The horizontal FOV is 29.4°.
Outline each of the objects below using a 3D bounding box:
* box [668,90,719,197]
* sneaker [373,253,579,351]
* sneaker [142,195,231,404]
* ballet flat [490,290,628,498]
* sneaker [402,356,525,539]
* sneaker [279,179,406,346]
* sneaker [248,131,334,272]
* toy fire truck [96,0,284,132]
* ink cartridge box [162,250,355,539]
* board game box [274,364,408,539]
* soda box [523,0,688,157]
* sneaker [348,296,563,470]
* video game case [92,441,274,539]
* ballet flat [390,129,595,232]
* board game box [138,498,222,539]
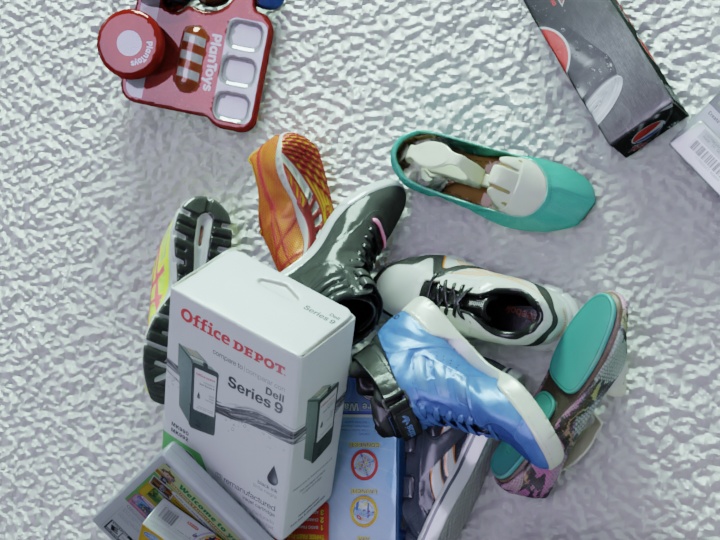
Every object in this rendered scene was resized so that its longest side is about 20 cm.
[{"bbox_3d":[0.381,-0.121,1.137,0.200,0.041,0.156,-47,68,13],"label":"box"},{"bbox_3d":[0.094,0.024,1.229,0.197,0.080,0.075,8,89,27],"label":"sneaker"},{"bbox_3d":[-0.174,0.033,1.352,0.090,0.077,0.203,-15,61,65],"label":"sneaker"},{"bbox_3d":[0.186,0.111,1.183,0.202,0.070,0.069,-61,26,14],"label":"ballet flat"},{"bbox_3d":[0.072,0.169,1.221,0.079,0.078,0.202,23,82,20],"label":"sneaker"},{"bbox_3d":[0.000,0.000,1.238,0.098,0.071,0.200,22,57,40],"label":"sneaker"},{"bbox_3d":[-0.058,-0.029,1.321,0.077,0.072,0.203,-23,74,49],"label":"sneaker"},{"bbox_3d":[-0.164,-0.251,1.377,0.165,0.112,0.203,12,89,1],"label":"toy fire truck"},{"bbox_3d":[-0.093,0.106,1.188,0.145,0.084,0.203,25,126,26],"label":"ink cartridge box"},{"bbox_3d":[-0.044,0.189,1.282,0.197,0.056,0.199,-2,83,24],"label":"board game box"},{"bbox_3d":[0.206,-0.204,1.215,0.070,0.063,0.202,-33,71,17],"label":"soda box"},{"bbox_3d":[0.071,0.119,1.146,0.111,0.077,0.200,-38,59,-11],"label":"sneaker"},{"bbox_3d":[-0.137,0.260,1.242,0.200,0.022,0.182,45,139,-3],"label":"video game case"},{"bbox_3d":[0.111,-0.081,1.238,0.198,0.070,0.068,17,90,25],"label":"ballet flat"},{"bbox_3d":[-0.115,0.303,1.218,0.199,0.034,0.135,33,138,10],"label":"board game box"}]
